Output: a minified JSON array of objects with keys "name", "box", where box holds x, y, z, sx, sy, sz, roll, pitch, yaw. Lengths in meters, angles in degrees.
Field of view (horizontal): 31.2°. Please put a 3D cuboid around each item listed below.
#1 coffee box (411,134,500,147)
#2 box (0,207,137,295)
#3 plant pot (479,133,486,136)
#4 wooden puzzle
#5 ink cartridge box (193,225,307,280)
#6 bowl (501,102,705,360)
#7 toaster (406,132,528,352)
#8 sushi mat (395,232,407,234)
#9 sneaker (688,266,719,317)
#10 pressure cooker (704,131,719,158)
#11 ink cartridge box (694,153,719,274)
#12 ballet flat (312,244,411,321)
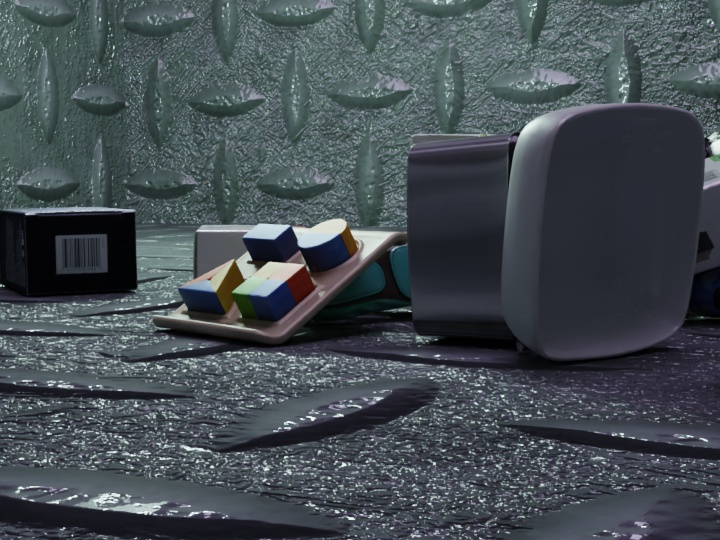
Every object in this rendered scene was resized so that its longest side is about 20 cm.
[{"name":"coffee box","box":[0.185,-0.092,1.839,0.198,0.202,0.198,0,4,11]},{"name":"box","box":[-0.390,-0.029,1.698,0.146,0.106,0.199,-3,5,-27]},{"name":"plant pot","box":[0.222,-0.056,1.630,0.182,0.203,0.200,12,6,10]},{"name":"wooden puzzle","box":[-0.081,-0.001,1.226,0.184,0.047,0.199,4,32,48]},{"name":"ink cartridge box","box":[-0.132,-0.013,1.605,0.145,0.084,0.200,0,4,-6]},{"name":"bowl","box":[0.188,-0.036,1.040,0.198,0.202,0.074,-5,14,-38]},{"name":"toaster","box":[0.127,-0.028,1.162,0.117,0.183,0.199,-2,2,27]},{"name":"sushi mat","box":[0.000,0.000,1.380,0.197,0.096,0.012,-3,42,6]},{"name":"sneaker","box":[0.425,0.019,1.285,0.198,0.079,0.089,-10,13,-10]},{"name":"pressure cooker","box":[0.451,-0.067,1.457,0.198,0.181,0.175,11,3,-27]},{"name":"ink cartridge box","box":[0.319,-0.049,1.298,0.198,0.085,0.146,-19,9,11]},{"name":"ballet flat","box":[0.020,0.012,1.320,0.198,0.068,0.070,-8,-10,-28]}]
